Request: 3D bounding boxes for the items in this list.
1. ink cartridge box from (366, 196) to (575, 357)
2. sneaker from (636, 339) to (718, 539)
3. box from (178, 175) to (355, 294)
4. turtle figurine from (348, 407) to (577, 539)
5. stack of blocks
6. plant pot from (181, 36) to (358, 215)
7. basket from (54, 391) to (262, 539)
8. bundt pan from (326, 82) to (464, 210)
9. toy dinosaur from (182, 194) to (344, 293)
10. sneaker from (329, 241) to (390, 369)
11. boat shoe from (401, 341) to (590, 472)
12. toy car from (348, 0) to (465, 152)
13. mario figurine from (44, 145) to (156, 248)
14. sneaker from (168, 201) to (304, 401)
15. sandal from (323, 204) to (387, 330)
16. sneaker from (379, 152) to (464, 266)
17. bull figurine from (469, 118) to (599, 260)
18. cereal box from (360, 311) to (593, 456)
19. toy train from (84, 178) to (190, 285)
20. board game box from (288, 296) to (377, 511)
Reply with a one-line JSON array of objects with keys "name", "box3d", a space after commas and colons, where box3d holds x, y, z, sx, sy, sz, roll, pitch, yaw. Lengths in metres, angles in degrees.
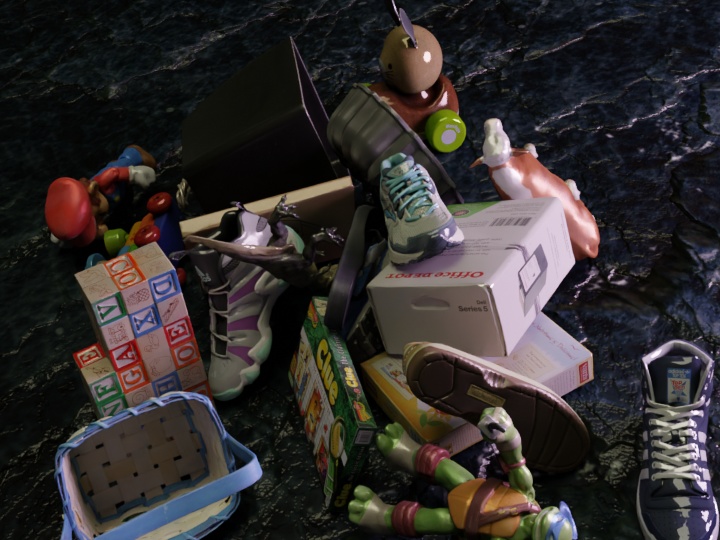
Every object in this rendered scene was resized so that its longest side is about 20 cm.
[{"name": "ink cartridge box", "box3d": [0.119, 0.005, 1.132, 0.144, 0.085, 0.200, -2, 27, 34]}, {"name": "sneaker", "box3d": [0.278, 0.149, 0.948, 0.069, 0.110, 0.201, 0, 38, 15]}, {"name": "box", "box3d": [-0.101, -0.038, 1.251, 0.197, 0.164, 0.022, -15, 66, -6]}, {"name": "turtle figurine", "box3d": [0.070, 0.184, 0.907, 0.192, 0.147, 0.198, 5, 3, 43]}, {"name": "stack of blocks", "box3d": [-0.223, 0.086, 1.081, 0.114, 0.202, 0.059, -24, 39, -19]}, {"name": "plant pot", "box3d": [-0.120, -0.138, 1.368, 0.175, 0.201, 0.201, -22, 36, 7]}, {"name": "basket", "box3d": [-0.185, 0.189, 0.971, 0.174, 0.141, 0.200, -21, 7, -13]}, {"name": "bundt pan", "box3d": [0.034, -0.126, 1.309, 0.076, 0.202, 0.202, -42, 42, -2]}, {"name": "toy dinosaur", "box3d": [-0.075, -0.024, 1.103, 0.088, 0.198, 0.048, -45, 45, 26]}, {"name": "sneaker", "box3d": [0.005, 0.039, 1.203, 0.088, 0.079, 0.201, -10, 31, 25]}, {"name": "boat shoe", "box3d": [0.125, 0.117, 1.003, 0.072, 0.199, 0.076, -55, 17, 6]}, {"name": "toy car", "box3d": [0.052, -0.275, 1.478, 0.155, 0.202, 0.165, -16, 37, -7]}, {"name": "mario figurine", "box3d": [-0.338, -0.085, 1.430, 0.105, 0.125, 0.200, 22, 32, 8]}, {"name": "sneaker", "box3d": [-0.151, 0.025, 1.143, 0.077, 0.139, 0.203, 3, 69, 47]}, {"name": "sandal", "box3d": [0.000, 0.001, 1.124, 0.042, 0.077, 0.201, 13, 33, 2]}, {"name": "sneaker", "box3d": [0.049, -0.068, 1.128, 0.077, 0.087, 0.200, -21, 20, -3]}, {"name": "bull figurine", "box3d": [0.197, -0.094, 1.226, 0.065, 0.200, 0.122, -38, 13, 22]}, {"name": "cereal box", "box3d": [0.118, 0.104, 1.104, 0.198, 0.040, 0.144, -24, 37, -17]}, {"name": "toy train", "box3d": [-0.275, -0.049, 1.378, 0.114, 0.085, 0.201, -16, 35, 16]}, {"name": "board game box", "box3d": [-0.032, 0.126, 1.063, 0.023, 0.106, 0.201, 9, 31, -22]}]
